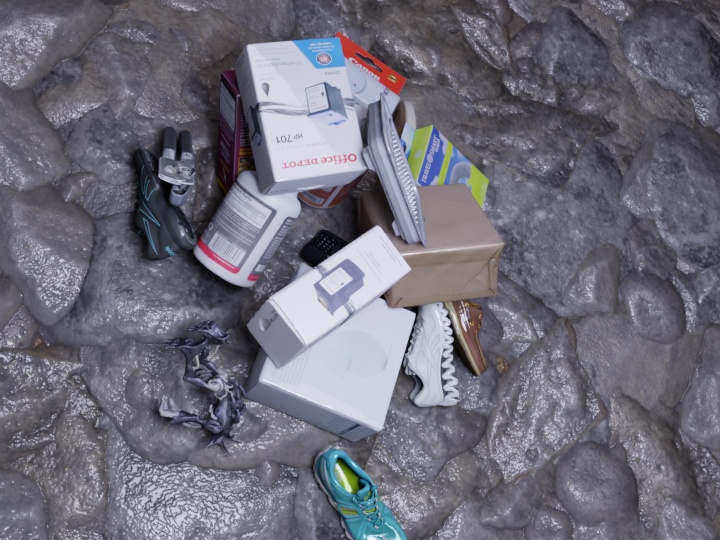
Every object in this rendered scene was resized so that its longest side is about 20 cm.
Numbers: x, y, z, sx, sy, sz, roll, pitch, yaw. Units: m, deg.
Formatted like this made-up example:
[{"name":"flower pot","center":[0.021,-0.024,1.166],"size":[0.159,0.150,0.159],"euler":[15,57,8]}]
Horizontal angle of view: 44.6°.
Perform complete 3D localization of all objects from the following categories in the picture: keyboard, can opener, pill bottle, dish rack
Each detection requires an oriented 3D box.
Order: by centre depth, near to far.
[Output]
[{"name":"dish rack","center":[0.047,-0.144,1.299],"size":[0.043,0.200,0.172],"euler":[-18,34,10]},{"name":"pill bottle","center":[-0.161,-0.083,1.348],"size":[0.111,0.111,0.200],"euler":[33,99,-7]},{"name":"can opener","center":[-0.290,-0.162,1.366],"size":[0.053,0.067,0.200],"euler":[11,24,-17]},{"name":"pill bottle","center":[-0.039,-0.187,1.432],"size":[0.112,0.200,0.113],"euler":[7,69,-19]},{"name":"keyboard","center":[0.000,0.000,1.434],"size":[0.200,0.040,0.104],"euler":[30,49,10]}]

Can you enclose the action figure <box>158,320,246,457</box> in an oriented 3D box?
[{"name":"action figure","center":[-0.227,0.176,1.286],"size":[0.119,0.102,0.201],"euler":[-45,133,-54]}]

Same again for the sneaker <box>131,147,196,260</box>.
[{"name":"sneaker","center":[-0.325,-0.105,1.362],"size":[0.079,0.075,0.200],"euler":[-31,63,9]}]

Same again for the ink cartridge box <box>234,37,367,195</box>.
[{"name":"ink cartridge box","center":[-0.086,-0.222,1.267],"size":[0.146,0.086,0.201],"euler":[-11,85,-22]}]

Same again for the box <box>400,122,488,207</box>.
[{"name":"box","center":[0.142,-0.160,1.535],"size":[0.200,0.048,0.122],"euler":[36,59,-37]}]

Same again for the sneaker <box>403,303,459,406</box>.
[{"name":"sneaker","center":[0.109,0.128,1.428],"size":[0.081,0.075,0.201],"euler":[-8,96,-9]}]

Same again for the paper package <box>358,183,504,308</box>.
[{"name":"paper package","center":[0.109,-0.046,1.404],"size":[0.190,0.104,0.200],"euler":[-7,35,-11]}]

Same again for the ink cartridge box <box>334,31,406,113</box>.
[{"name":"ink cartridge box","center":[0.003,-0.350,1.559],"size":[0.160,0.047,0.200],"euler":[34,44,-8]}]

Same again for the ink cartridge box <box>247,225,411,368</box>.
[{"name":"ink cartridge box","center":[-0.047,0.040,1.242],"size":[0.200,0.145,0.084],"euler":[-35,85,-28]}]

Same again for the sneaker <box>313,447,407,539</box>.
[{"name":"sneaker","center":[0.001,0.353,1.322],"size":[0.077,0.080,0.200],"euler":[-38,89,-28]}]

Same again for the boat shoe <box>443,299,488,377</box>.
[{"name":"boat shoe","center":[0.175,0.081,1.467],"size":[0.067,0.072,0.201],"euler":[-24,99,-8]}]

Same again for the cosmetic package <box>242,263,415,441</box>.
[{"name":"cosmetic package","center":[-0.049,0.130,1.358],"size":[0.200,0.123,0.200],"euler":[25,64,-13]}]

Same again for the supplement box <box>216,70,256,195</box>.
[{"name":"supplement box","center":[-0.161,-0.212,1.389],"size":[0.110,0.200,0.086],"euler":[-11,41,-25]}]

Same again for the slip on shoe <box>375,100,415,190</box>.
[{"name":"slip on shoe","center":[0.060,-0.213,1.558],"size":[0.060,0.076,0.201],"euler":[6,75,-6]}]
